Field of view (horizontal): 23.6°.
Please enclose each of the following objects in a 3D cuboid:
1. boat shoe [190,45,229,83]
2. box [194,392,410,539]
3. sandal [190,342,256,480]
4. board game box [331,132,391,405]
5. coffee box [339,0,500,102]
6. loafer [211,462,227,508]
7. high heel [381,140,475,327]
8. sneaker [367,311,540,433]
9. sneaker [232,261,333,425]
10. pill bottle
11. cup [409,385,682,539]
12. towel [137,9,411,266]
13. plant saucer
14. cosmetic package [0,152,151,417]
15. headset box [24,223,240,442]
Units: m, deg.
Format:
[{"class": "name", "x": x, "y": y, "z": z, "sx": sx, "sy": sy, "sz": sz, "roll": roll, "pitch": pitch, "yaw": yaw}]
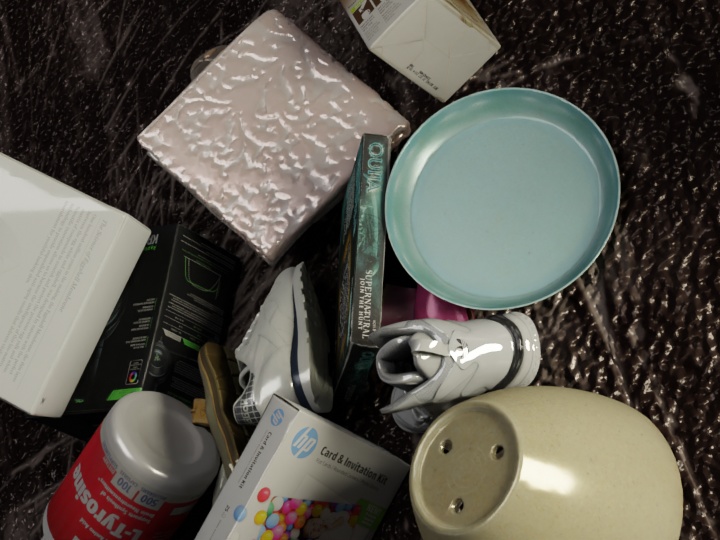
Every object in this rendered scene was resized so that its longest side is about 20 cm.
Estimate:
[{"class": "boat shoe", "x": -0.098, "y": -0.133, "z": 1.695, "sx": 0.074, "sy": 0.073, "sz": 0.201, "roll": -28, "pitch": 66, "yaw": -3}, {"class": "box", "x": -0.061, "y": 0.218, "z": 1.408, "sx": 0.041, "sy": 0.156, "sz": 0.201, "roll": 26, "pitch": 86, "yaw": 44}, {"class": "sandal", "x": -0.116, "y": 0.135, "z": 1.504, "sx": 0.054, "sy": 0.080, "sz": 0.201, "roll": -41, "pitch": 36, "yaw": 19}, {"class": "board game box", "x": 0.000, "y": 0.000, "z": 1.504, "sx": 0.135, "sy": 0.028, "sz": 0.202, "roll": 110, "pitch": 165, "yaw": -64}, {"class": "coffee box", "x": 0.034, "y": -0.264, "z": 1.612, "sx": 0.080, "sy": 0.114, "sz": 0.201, "roll": -43, "pitch": 46, "yaw": 16}, {"class": "loafer", "x": -0.102, "y": 0.239, "z": 1.497, "sx": 0.070, "sy": 0.070, "sz": 0.202, "roll": -14, "pitch": 58, "yaw": 47}, {"class": "high heel", "x": 0.084, "y": -0.030, "z": 1.485, "sx": 0.096, "sy": 0.067, "sz": 0.202, "roll": 8, "pitch": 79, "yaw": 34}, {"class": "sneaker", "x": 0.048, "y": 0.083, "z": 1.372, "sx": 0.200, "sy": 0.114, "sz": 0.076, "roll": -36, "pitch": 59, "yaw": 56}, {"class": "sneaker", "x": -0.072, "y": 0.062, "z": 1.520, "sx": 0.080, "sy": 0.077, "sz": 0.200, "roll": -20, "pitch": 28, "yaw": 11}, {"class": "pill bottle", "x": -0.220, "y": 0.214, "z": 1.571, "sx": 0.200, "sy": 0.112, "sz": 0.113, "roll": -54, "pitch": 41, "yaw": 30}, {"class": "cup", "x": 0.117, "y": 0.168, "z": 1.280, "sx": 0.199, "sy": 0.143, "sz": 0.202, "roll": -22, "pitch": 55, "yaw": 34}, {"class": "towel", "x": -0.083, "y": -0.129, "z": 1.632, "sx": 0.191, "sy": 0.032, "sz": 0.200, "roll": -45, "pitch": 66, "yaw": -7}, {"class": "plant saucer", "x": 0.119, "y": -0.057, "z": 1.439, "sx": 0.198, "sy": 0.027, "sz": 0.202, "roll": -6, "pitch": 68, "yaw": 14}, {"class": "cosmetic package", "x": -0.331, "y": 0.003, "z": 1.597, "sx": 0.199, "sy": 0.123, "sz": 0.201, "roll": 26, "pitch": 87, "yaw": 8}, {"class": "headset box", "x": -0.225, "y": 0.072, "z": 1.684, "sx": 0.173, "sy": 0.093, "sz": 0.202, "roll": -7, "pitch": 64, "yaw": 41}]
